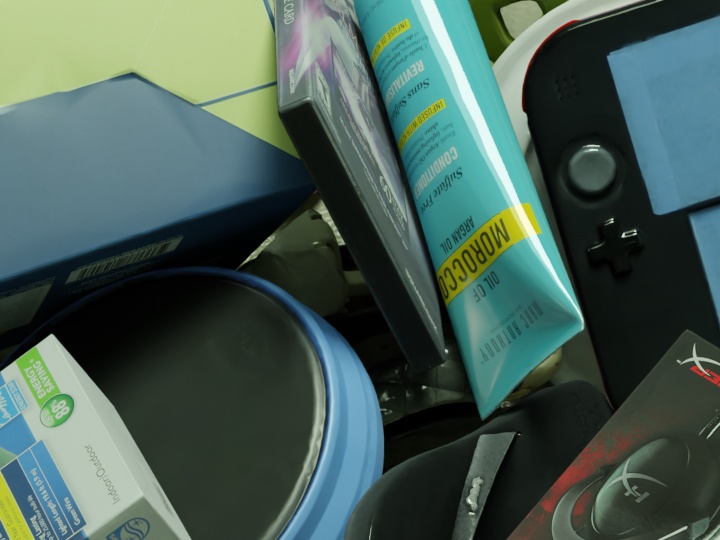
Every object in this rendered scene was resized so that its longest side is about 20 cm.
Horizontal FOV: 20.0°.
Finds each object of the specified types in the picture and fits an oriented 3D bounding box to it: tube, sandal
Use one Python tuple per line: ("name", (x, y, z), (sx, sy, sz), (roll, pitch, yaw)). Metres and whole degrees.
("tube", (0.046, -0.042, 0.891), (0.050, 0.078, 0.202), (-1, 60, -30))
("sandal", (0.057, 0.096, 0.826), (0.043, 0.077, 0.200), (-18, 13, 41))

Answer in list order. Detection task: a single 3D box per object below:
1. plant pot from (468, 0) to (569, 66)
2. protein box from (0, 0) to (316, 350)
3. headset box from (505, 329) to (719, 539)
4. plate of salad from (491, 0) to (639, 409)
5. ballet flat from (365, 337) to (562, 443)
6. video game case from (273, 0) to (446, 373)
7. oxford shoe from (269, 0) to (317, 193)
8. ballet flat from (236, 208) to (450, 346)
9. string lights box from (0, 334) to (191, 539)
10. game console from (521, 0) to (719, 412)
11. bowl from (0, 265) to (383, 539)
("plant pot", (0.139, -0.132, 1.043), (0.180, 0.200, 0.200), (26, 44, 22))
("protein box", (-0.146, -0.051, 0.916), (0.197, 0.200, 0.136), (-18, 84, -18))
("headset box", (0.121, 0.144, 0.749), (0.148, 0.078, 0.200), (33, 69, 33))
("plate of salad", (0.140, -0.034, 0.933), (0.198, 0.202, 0.048), (3, 10, 6))
("ballet flat", (0.003, 0.077, 0.902), (0.198, 0.067, 0.057), (-23, 72, -15))
("video game case", (-0.003, -0.070, 0.898), (0.019, 0.144, 0.201), (-20, 35, 12))
("oxford shoe", (-0.050, -0.102, 1.126), (0.073, 0.071, 0.201), (-19, 35, 19))
("ballet flat", (0.000, 0.000, 0.978), (0.198, 0.069, 0.068), (-14, 38, -15))
("string lights box", (-0.168, 0.128, 0.778), (0.199, 0.059, 0.103), (-36, 45, -4))
("game console", (0.182, -0.043, 0.884), (0.198, 0.179, 0.031), (-17, 3, 5))
("bowl", (-0.088, 0.084, 0.841), (0.199, 0.039, 0.202), (-14, 49, 17))
